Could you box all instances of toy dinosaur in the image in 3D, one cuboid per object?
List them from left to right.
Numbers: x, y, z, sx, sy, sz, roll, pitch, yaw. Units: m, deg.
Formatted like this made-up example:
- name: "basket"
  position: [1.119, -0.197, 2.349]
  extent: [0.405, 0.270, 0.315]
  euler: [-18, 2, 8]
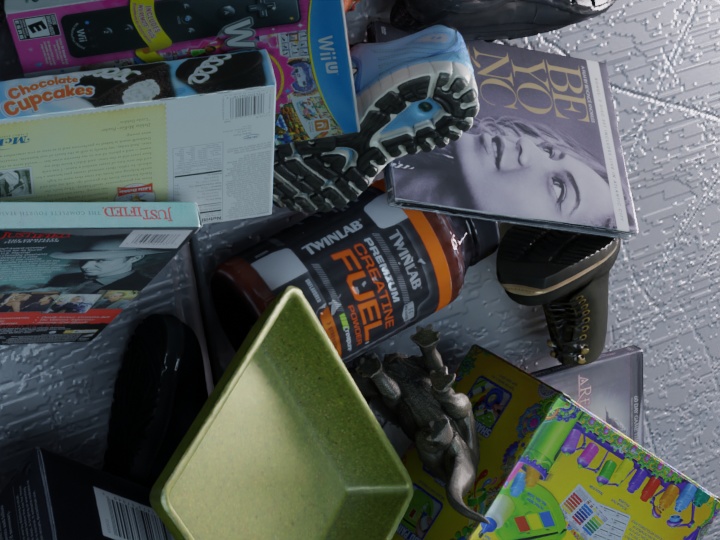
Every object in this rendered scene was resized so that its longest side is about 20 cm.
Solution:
- name: "toy dinosaur"
  position: [0.053, 0.106, 1.348]
  extent: [0.077, 0.200, 0.102]
  euler: [-40, 145, -10]

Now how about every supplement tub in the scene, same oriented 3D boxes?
- name: "supplement tub"
  position: [0.000, 0.000, 1.353]
  extent: [0.200, 0.107, 0.107]
  euler: [-29, 119, -19]

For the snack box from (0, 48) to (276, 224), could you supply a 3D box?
- name: "snack box"
  position: [-0.153, -0.071, 1.159]
  extent: [0.200, 0.037, 0.116]
  euler: [-8, 140, -12]

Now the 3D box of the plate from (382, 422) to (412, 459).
- name: "plate"
  position: [0.102, 0.208, 1.528]
  extent: [0.199, 0.032, 0.200]
  euler: [-5, 108, -28]

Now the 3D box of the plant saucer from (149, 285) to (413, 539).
- name: "plant saucer"
  position: [-0.058, 0.147, 1.245]
  extent: [0.200, 0.048, 0.200]
  euler: [61, 41, -30]

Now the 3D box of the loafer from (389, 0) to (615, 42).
- name: "loafer"
  position: [0.105, -0.202, 1.376]
  extent: [0.200, 0.070, 0.068]
  euler: [-9, 72, -41]

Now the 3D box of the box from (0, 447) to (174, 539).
- name: "box"
  position: [-0.204, 0.240, 1.277]
  extent: [0.148, 0.104, 0.200]
  euler: [25, 115, -31]

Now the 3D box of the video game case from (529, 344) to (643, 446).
- name: "video game case"
  position: [0.141, 0.148, 1.502]
  extent: [0.200, 0.019, 0.143]
  euler: [-13, 112, -25]

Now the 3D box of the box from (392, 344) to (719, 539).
- name: "box"
  position: [0.131, 0.196, 1.427]
  extent: [0.200, 0.122, 0.193]
  euler: [34, 87, -34]

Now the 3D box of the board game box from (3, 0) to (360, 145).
- name: "board game box"
  position: [-0.108, -0.142, 1.178]
  extent: [0.200, 0.064, 0.148]
  euler: [-10, 140, -1]

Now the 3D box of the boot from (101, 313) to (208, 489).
- name: "boot"
  position: [-0.094, 0.126, 1.357]
  extent: [0.168, 0.076, 0.200]
  euler: [4, 111, -27]

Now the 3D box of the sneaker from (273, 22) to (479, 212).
- name: "sneaker"
  position: [-0.004, -0.108, 1.298]
  extent: [0.200, 0.090, 0.078]
  euler: [-21, 130, 26]

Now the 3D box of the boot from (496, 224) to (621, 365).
- name: "boot"
  position: [0.157, 0.027, 1.429]
  extent: [0.200, 0.077, 0.138]
  euler: [-33, 131, -56]

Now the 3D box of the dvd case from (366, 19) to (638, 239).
- name: "dvd case"
  position: [0.103, -0.101, 1.364]
  extent: [0.200, 0.016, 0.149]
  euler: [7, 60, -25]

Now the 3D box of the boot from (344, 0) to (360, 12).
- name: "boot"
  position: [-0.014, -0.201, 1.300]
  extent: [0.107, 0.075, 0.200]
  euler: [18, 96, -39]

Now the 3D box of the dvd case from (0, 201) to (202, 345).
- name: "dvd case"
  position: [-0.205, 0.005, 1.200]
  extent: [0.146, 0.200, 0.022]
  euler: [-1, 69, -29]
